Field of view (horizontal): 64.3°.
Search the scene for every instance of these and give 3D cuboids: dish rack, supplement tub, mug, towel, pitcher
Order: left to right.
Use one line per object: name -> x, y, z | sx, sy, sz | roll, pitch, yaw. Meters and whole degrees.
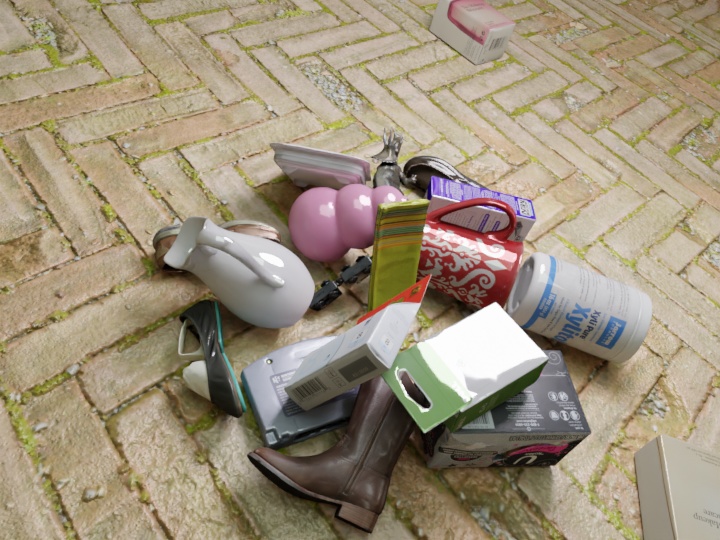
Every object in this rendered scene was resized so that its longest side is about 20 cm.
pitcher -> -0.156, 0.003, 0.802 | 0.199, 0.171, 0.122 | 33, 77, -26
dish rack -> -0.068, -0.173, 1.018 | 0.170, 0.200, 0.044 | 10, 90, 3
towel -> 0.057, -0.014, 0.890 | 0.085, 0.201, 0.018 | -9, 34, -23
mug -> 0.166, -0.037, 0.978 | 0.198, 0.133, 0.179 | 19, 84, 6
supplement tub -> 0.361, 0.061, 0.962 | 0.198, 0.132, 0.132 | 20, 46, 2

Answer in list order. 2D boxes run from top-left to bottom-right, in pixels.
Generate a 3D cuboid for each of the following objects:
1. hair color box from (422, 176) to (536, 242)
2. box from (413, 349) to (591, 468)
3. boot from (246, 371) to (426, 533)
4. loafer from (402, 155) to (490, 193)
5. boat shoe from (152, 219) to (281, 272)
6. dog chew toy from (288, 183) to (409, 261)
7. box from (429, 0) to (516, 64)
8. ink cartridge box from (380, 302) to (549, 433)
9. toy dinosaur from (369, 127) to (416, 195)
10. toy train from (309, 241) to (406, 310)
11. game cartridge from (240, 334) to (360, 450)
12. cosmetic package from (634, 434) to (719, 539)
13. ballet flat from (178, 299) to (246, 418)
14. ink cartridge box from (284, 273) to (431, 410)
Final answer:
hair color box -> 0.210, -0.095, 1.068 | 0.198, 0.110, 0.065 | 14, 45, -6
box -> 0.188, 0.195, 0.800 | 0.198, 0.115, 0.133 | 3, 50, -12
boot -> -0.022, 0.199, 0.735 | 0.186, 0.064, 0.201 | 31, 63, -7
loafer -> 0.174, -0.163, 1.140 | 0.199, 0.073, 0.072 | 25, 45, 5
boat shoe -> -0.223, -0.029, 0.904 | 0.198, 0.076, 0.072 | -7, 55, -11
dog chew toy -> -0.016, -0.086, 0.942 | 0.198, 0.125, 0.125 | -12, 45, 16
box -> 0.318, -0.697, 1.638 | 0.127, 0.109, 0.200 | -27, 62, -34
ink cartridge box -> 0.124, 0.129, 0.719 | 0.199, 0.060, 0.104 | -24, 56, -24
toy dinosaur -> 0.054, -0.156, 1.080 | 0.102, 0.077, 0.202 | 28, 58, -37
toy train -> 0.000, 0.000, 0.910 | 0.199, 0.046, 0.034 | -36, 70, -2
game cartridge -> -0.060, 0.160, 0.808 | 0.199, 0.041, 0.134 | -12, 57, -26
cosmetic package -> 0.447, 0.341, 0.781 | 0.103, 0.073, 0.201 | 18, 46, -2
ballet flat -> -0.208, 0.124, 0.778 | 0.068, 0.068, 0.201 | -14, 44, -16
ink cartridge box -> 0.002, 0.079, 0.755 | 0.047, 0.160, 0.200 | 46, 38, -11
